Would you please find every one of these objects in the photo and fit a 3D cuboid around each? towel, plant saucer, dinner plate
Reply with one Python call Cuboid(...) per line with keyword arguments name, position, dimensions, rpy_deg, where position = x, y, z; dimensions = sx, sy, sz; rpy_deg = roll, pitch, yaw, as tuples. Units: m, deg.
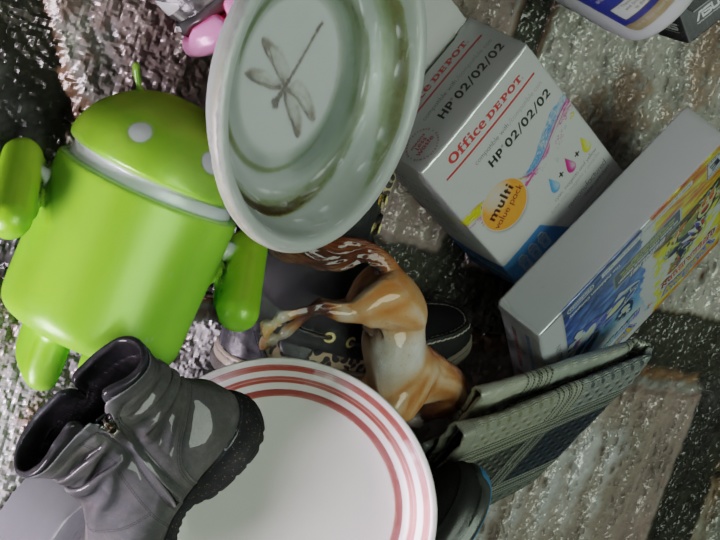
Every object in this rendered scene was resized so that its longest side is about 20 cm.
Cuboid(name="towel", position=(0.097, 0.127, 1.303), dimensions=(0.199, 0.035, 0.193), rpy_deg=(-18, 155, -38))
Cuboid(name="plant saucer", position=(-0.035, -0.113, 1.050), dimensions=(0.200, 0.050, 0.201), rpy_deg=(-32, 131, -46))
Cuboid(name="dinner plate", position=(-0.050, 0.151, 1.142), dimensions=(0.199, 0.024, 0.201), rpy_deg=(1, 102, 4))

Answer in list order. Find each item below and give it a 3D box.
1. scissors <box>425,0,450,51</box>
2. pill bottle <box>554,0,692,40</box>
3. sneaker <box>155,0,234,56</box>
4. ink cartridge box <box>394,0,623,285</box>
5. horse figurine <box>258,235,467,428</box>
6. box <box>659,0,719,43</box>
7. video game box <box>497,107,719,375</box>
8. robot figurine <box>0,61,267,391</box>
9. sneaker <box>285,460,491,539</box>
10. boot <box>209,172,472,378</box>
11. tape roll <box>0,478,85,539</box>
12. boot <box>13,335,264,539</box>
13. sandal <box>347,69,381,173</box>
Cuboid(name="scissors", position=(-0.005, -0.113, 1.205), dimensions=(0.073, 0.014, 0.200), rpy_deg=(28, 95, -47))
Cuboid(name="pill bottle", position=(0.124, -0.241, 1.153), dimensions=(0.199, 0.120, 0.120), rpy_deg=(24, 96, -23))
Cuboid(name="sneaker", position=(-0.057, -0.225, 1.081), dimensions=(0.095, 0.079, 0.200), rpy_deg=(45, 85, -12))
Cuboid(name="ink cartridge box", position=(0.085, -0.088, 1.234), dimensions=(0.115, 0.068, 0.200), rpy_deg=(-51, 134, -5))
Cuboid(name="horse figurine", position=(0.003, 0.050, 1.167), dimensions=(0.132, 0.050, 0.201), rpy_deg=(-23, 126, -12))
Cuboid(name="box", position=(0.271, -0.286, 1.297), dimensions=(0.200, 0.048, 0.159), rpy_deg=(-39, 126, -15))
Cuboid(name="video game box", position=(0.187, 0.000, 1.318), dimensions=(0.200, 0.047, 0.182), rpy_deg=(-45, 160, -10))
Cuboid(name="robot figurine", position=(-0.142, -0.019, 1.083), dimensions=(0.175, 0.116, 0.201), rpy_deg=(23, 97, -18))
Cuboid(name="sneaker", position=(-0.007, 0.178, 1.182), dimensions=(0.199, 0.073, 0.082), rpy_deg=(-32, 116, 6))
Cuboid(name="boot", position=(0.000, 0.000, 1.217), dimensions=(0.199, 0.073, 0.151), rpy_deg=(-2, 117, -27))
Cuboid(name="tape roll", position=(-0.153, 0.207, 1.210), dimensions=(0.200, 0.066, 0.201), rpy_deg=(-14, 117, -30))
Cuboid(name="boot", position=(-0.160, 0.131, 1.067), dimensions=(0.131, 0.070, 0.200), rpy_deg=(29, 98, -48))
Cuboid(name="sandal", position=(-0.014, -0.151, 1.147), dimensions=(0.075, 0.048, 0.202), rpy_deg=(7, 89, -1))
